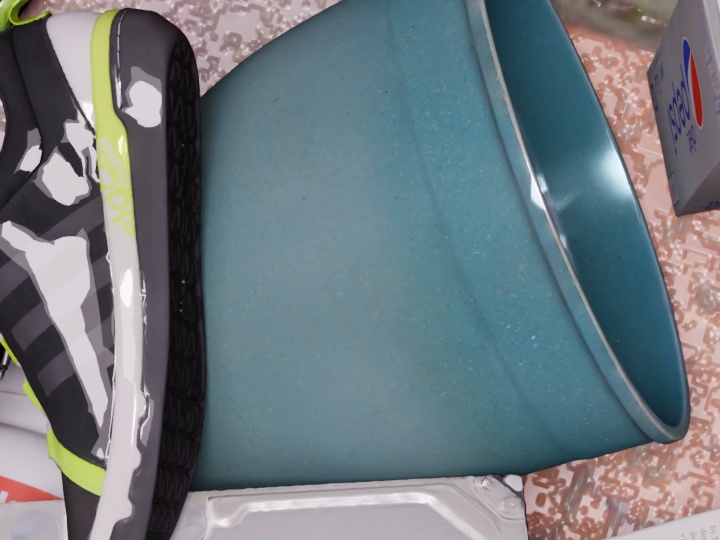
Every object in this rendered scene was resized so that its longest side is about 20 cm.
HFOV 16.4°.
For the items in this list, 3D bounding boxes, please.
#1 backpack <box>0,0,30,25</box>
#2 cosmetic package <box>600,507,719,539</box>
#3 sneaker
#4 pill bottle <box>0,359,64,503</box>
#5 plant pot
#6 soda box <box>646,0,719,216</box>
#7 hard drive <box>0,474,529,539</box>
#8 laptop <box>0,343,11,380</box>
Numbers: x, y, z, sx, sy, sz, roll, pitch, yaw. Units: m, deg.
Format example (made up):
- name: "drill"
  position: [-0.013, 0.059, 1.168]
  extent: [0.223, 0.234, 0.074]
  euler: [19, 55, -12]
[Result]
- name: "backpack"
  position: [-0.164, -0.177, 0.972]
  extent: [0.153, 0.163, 0.202]
  euler: [11, 91, 12]
- name: "cosmetic package"
  position: [0.181, 0.124, 0.899]
  extent: [0.199, 0.107, 0.085]
  euler: [-19, 69, 23]
- name: "sneaker"
  position: [-0.098, 0.007, 0.834]
  extent: [0.082, 0.072, 0.202]
  euler: [2, 92, 9]
- name: "pill bottle"
  position: [-0.140, 0.136, 0.938]
  extent: [0.112, 0.113, 0.201]
  euler: [17, 70, 4]
- name: "plant pot"
  position: [0.000, 0.000, 0.927]
  extent: [0.187, 0.200, 0.201]
  euler: [-22, 83, 15]
- name: "soda box"
  position: [0.151, -0.068, 0.913]
  extent: [0.068, 0.200, 0.064]
  euler: [-11, 83, 0]
- name: "hard drive"
  position: [-0.036, 0.142, 0.850]
  extent: [0.198, 0.038, 0.141]
  euler: [-3, 59, -2]
- name: "laptop"
  position: [-0.186, 0.003, 0.922]
  extent: [0.199, 0.177, 0.104]
  euler: [-21, 94, -14]
